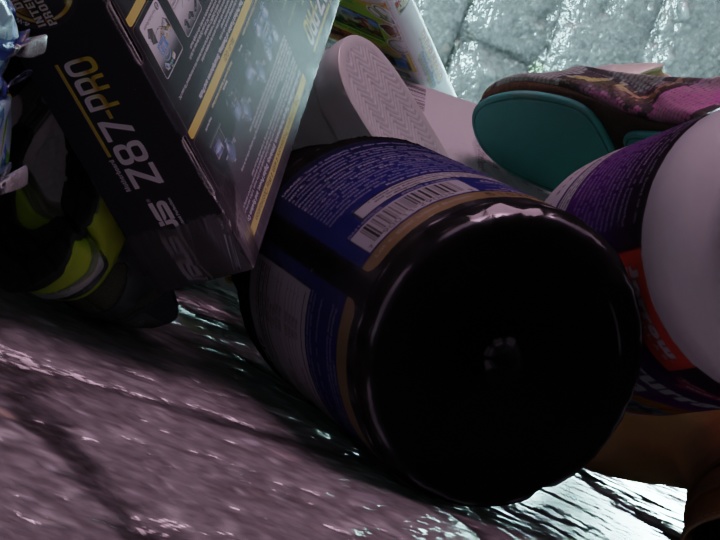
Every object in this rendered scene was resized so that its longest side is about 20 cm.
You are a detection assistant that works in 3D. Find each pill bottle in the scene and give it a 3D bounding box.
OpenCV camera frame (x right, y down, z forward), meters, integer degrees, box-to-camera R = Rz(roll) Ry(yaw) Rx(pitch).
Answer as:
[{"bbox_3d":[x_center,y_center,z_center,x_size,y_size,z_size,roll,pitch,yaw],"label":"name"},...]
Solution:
[{"bbox_3d":[0.143,-0.004,0.819,0.111,0.112,0.200,21,-11,-12],"label":"pill bottle"},{"bbox_3d":[0.017,0.009,0.847,0.112,0.112,0.200,20,6,-24],"label":"pill bottle"}]

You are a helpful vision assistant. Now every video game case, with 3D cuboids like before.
[{"bbox_3d":[-0.050,-0.159,1.178,0.200,0.023,0.182,27,-15,26],"label":"video game case"}]

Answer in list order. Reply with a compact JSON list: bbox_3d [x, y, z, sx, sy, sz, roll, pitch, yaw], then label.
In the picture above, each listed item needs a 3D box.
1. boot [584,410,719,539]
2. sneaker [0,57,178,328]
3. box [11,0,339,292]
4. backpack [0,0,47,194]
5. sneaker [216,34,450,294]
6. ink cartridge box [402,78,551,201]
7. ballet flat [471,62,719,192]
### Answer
[{"bbox_3d":[0.152,0.083,0.912,0.199,0.074,0.155,-5,20,26],"label":"boot"},{"bbox_3d":[-0.104,-0.062,0.897,0.074,0.201,0.081,-14,-36,28],"label":"sneaker"},{"bbox_3d":[-0.071,-0.116,0.851,0.049,0.200,0.161,-14,-55,23],"label":"box"},{"bbox_3d":[-0.180,-0.060,0.691,0.163,0.154,0.200,28,16,-9],"label":"backpack"},{"bbox_3d":[0.000,0.000,1.008,0.200,0.115,0.074,60,30,-13],"label":"sneaker"},{"bbox_3d":[0.045,-0.029,1.111,0.199,0.083,0.147,19,21,-4],"label":"ink cartridge box"},{"bbox_3d":[0.135,-0.066,1.003,0.200,0.071,0.069,13,-44,56],"label":"ballet flat"}]
